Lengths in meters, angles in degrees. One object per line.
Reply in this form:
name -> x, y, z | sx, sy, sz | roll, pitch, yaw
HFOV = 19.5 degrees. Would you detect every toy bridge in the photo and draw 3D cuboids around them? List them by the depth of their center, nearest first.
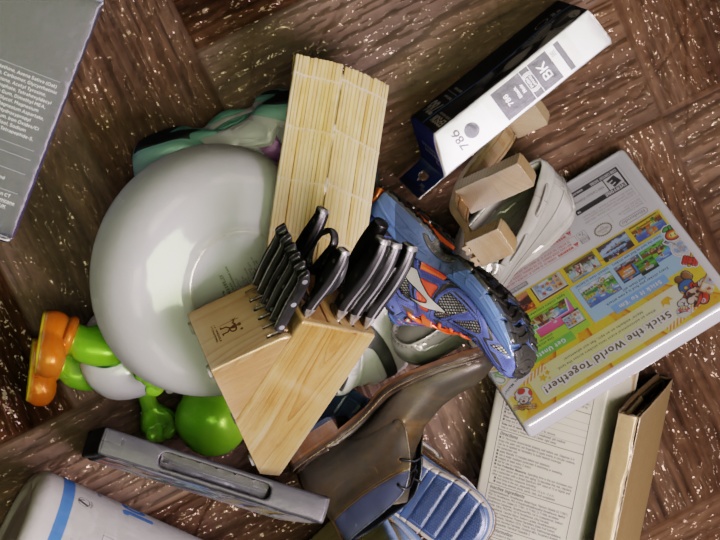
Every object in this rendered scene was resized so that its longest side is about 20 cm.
toy bridge -> 0.106, -0.070, 1.676 | 0.067, 0.200, 0.027 | -25, 117, 29

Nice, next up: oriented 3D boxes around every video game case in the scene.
video game case -> -0.128, 0.164, 1.672 | 0.180, 0.200, 0.026 | 19, 82, -9
video game case -> 0.178, 0.016, 1.719 | 0.200, 0.182, 0.023 | -31, 145, -2

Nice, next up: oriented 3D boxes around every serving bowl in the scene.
serving bowl -> -0.104, 0.005, 1.618 | 0.199, 0.066, 0.201 | -6, 102, -27

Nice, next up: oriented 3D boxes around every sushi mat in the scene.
sushi mat -> -0.028, -0.062, 1.620 | 0.095, 0.012, 0.201 | 17, 75, -35

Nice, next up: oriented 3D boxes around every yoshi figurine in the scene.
yoshi figurine -> -0.170, 0.098, 1.707 | 0.199, 0.112, 0.112 | 8, 109, -13

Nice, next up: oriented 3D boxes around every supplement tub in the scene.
supplement tub -> -0.201, 0.260, 1.721 | 0.199, 0.132, 0.132 | 26, 97, -15

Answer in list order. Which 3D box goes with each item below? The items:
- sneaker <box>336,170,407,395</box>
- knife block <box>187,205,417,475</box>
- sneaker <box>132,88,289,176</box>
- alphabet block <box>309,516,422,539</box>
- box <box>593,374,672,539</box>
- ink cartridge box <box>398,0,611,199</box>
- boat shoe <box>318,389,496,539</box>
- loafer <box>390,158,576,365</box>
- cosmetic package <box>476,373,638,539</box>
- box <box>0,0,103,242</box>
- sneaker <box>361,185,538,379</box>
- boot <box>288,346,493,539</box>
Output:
sneaker -> 0.000, 0.000, 1.738 | 0.080, 0.074, 0.201 | -5, 100, -37
knife block -> -0.030, 0.046, 1.566 | 0.175, 0.064, 0.200 | -23, 138, -3
sneaker -> -0.073, -0.068, 1.702 | 0.199, 0.078, 0.140 | -18, 107, 5
alphabet block -> 0.009, 0.335, 1.741 | 0.200, 0.196, 0.195 | -44, 104, 2
box -> 0.222, 0.199, 1.768 | 0.021, 0.163, 0.201 | 13, 102, 16
ink cartridge box -> 0.105, -0.141, 1.698 | 0.200, 0.099, 0.039 | -40, 105, 0
boat shoe -> 0.027, 0.167, 1.757 | 0.200, 0.072, 0.072 | 40, 94, 15
loafer -> 0.093, -0.009, 1.703 | 0.200, 0.070, 0.070 | -49, 137, -14
cosmetic package -> 0.165, 0.142, 1.765 | 0.105, 0.071, 0.201 | 17, 103, 26
box -> -0.280, -0.143, 1.608 | 0.104, 0.148, 0.201 | 21, 99, -13
sneaker -> 0.062, 0.022, 1.639 | 0.079, 0.200, 0.075 | -51, 147, 10
boot -> 0.039, 0.138, 1.685 | 0.200, 0.075, 0.097 | -31, 78, 20
